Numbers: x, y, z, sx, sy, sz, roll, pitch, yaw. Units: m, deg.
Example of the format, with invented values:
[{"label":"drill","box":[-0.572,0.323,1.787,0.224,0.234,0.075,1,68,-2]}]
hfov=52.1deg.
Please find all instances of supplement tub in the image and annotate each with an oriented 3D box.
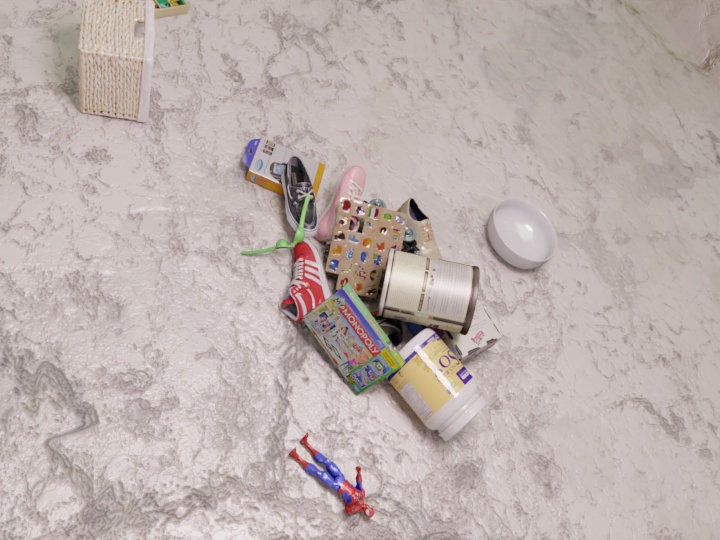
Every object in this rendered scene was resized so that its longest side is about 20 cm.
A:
[{"label":"supplement tub","box":[0.159,0.242,1.566,0.144,0.146,0.201,-33,76,-38]}]

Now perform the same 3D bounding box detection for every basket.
[{"label":"basket","box":[-0.548,-0.478,1.664,0.157,0.201,0.202,2,57,-18]}]

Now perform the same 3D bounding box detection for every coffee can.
[{"label":"coffee can","box":[0.143,0.045,1.574,0.195,0.148,0.149,12,52,1]}]

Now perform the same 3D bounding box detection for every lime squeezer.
[{"label":"lime squeezer","box":[-0.168,-0.077,1.629,0.199,0.038,0.071,-41,105,0]}]

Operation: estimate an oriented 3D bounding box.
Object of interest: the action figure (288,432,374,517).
[{"label":"action figure","box":[-0.039,0.391,1.403,0.200,0.099,0.065,44,52,3]}]

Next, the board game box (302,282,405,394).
[{"label":"board game box","box":[-0.016,0.143,1.523,0.202,0.134,0.029,53,34,-3]}]

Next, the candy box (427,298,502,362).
[{"label":"candy box","box":[0.215,0.103,1.689,0.134,0.061,0.203,-18,68,-33]}]

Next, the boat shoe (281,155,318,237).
[{"label":"boat shoe","box":[-0.135,-0.174,1.692,0.070,0.068,0.204,0,57,-22]}]

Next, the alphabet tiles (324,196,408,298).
[{"label":"alphabet tiles","box":[0.011,-0.046,1.662,0.163,0.008,0.205,13,89,-14]}]

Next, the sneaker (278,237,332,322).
[{"label":"sneaker","box":[-0.136,0.020,1.615,0.110,0.071,0.204,-7,64,-33]}]

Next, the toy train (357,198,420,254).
[{"label":"toy train","box":[0.050,-0.086,1.763,0.113,0.086,0.200,-35,67,-29]}]

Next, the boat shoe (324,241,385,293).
[{"label":"boat shoe","box":[0.000,0.000,1.699,0.197,0.072,0.061,29,78,-7]}]

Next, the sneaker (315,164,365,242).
[{"label":"sneaker","box":[-0.024,-0.151,1.715,0.075,0.104,0.203,38,77,-36]}]

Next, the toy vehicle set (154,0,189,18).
[{"label":"toy vehicle set","box":[-0.555,-0.752,1.948,0.123,0.027,0.202,-25,72,-36]}]

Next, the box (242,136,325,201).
[{"label":"box","box":[-0.190,-0.243,1.785,0.196,0.042,0.121,22,52,-9]}]

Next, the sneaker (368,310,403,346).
[{"label":"sneaker","box":[0.012,0.134,1.612,0.196,0.071,0.100,0,56,-28]}]

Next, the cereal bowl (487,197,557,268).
[{"label":"cereal bowl","box":[0.418,-0.087,1.954,0.195,0.084,0.204,13,54,-18]}]

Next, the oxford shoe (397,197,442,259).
[{"label":"oxford shoe","box":[0.151,-0.086,1.826,0.070,0.074,0.202,-19,69,-34]}]

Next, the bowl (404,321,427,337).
[{"label":"bowl","box":[0.194,0.100,1.746,0.196,0.040,0.205,13,54,-19]}]
